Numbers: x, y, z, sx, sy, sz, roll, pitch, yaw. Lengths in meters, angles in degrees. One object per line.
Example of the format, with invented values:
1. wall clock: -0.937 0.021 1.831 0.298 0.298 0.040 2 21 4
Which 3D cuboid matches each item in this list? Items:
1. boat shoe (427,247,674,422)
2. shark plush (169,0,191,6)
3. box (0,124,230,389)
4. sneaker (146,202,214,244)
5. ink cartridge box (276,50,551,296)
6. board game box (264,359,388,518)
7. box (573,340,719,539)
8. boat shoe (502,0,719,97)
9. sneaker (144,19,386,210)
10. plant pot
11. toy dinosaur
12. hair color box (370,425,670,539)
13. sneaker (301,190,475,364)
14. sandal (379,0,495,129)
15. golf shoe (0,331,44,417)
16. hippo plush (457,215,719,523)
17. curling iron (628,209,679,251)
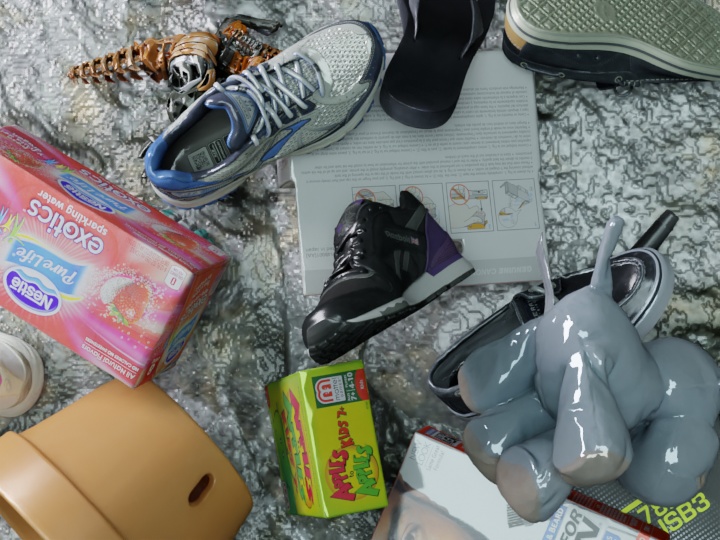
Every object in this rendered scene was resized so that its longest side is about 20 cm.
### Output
1. boat shoe: 0.138 0.041 1.582 0.199 0.068 0.072 -31 52 16
2. shark plush: -0.150 -0.300 1.641 0.090 0.083 0.202 -4 87 5
3. box: -0.211 -0.012 1.559 0.199 0.095 0.103 32 104 8
4. sneaker: -0.207 -0.014 1.644 0.198 0.078 0.092 12 96 14
5. ink cartridge box: 0.038 -0.073 1.595 0.198 0.045 0.178 -3 85 -17
6. board game box: -0.027 0.124 1.546 0.047 0.200 0.102 -9 86 -10
7. box: 0.223 0.186 1.599 0.199 0.048 0.194 -33 86 3
8. boat shoe: 0.198 -0.172 1.606 0.198 0.062 0.075 5 58 -15
9. sneaker: -0.069 -0.109 1.510 0.199 0.085 0.077 -36 80 8
10. plant pot: -0.174 0.171 1.576 0.140 0.200 0.200 -43 84 -16
11. toy dinosaur: -0.118 -0.134 1.641 0.198 0.102 0.137 0 71 23
12. hair color box: 0.113 0.205 1.558 0.199 0.064 0.112 23 94 10
13. sneaker: 0.000 0.000 1.481 0.076 0.200 0.088 -34 87 29
14. sandal: 0.062 -0.184 1.582 0.075 0.043 0.201 12 46 -3
15. golf shoe: -0.344 0.061 1.637 0.198 0.092 0.076 12 90 7
16. hippo plush: 0.174 0.090 1.520 0.160 0.159 0.202 18 71 -37
17. curling iron: 0.181 0.039 1.618 0.049 0.026 0.201 33 86 43
